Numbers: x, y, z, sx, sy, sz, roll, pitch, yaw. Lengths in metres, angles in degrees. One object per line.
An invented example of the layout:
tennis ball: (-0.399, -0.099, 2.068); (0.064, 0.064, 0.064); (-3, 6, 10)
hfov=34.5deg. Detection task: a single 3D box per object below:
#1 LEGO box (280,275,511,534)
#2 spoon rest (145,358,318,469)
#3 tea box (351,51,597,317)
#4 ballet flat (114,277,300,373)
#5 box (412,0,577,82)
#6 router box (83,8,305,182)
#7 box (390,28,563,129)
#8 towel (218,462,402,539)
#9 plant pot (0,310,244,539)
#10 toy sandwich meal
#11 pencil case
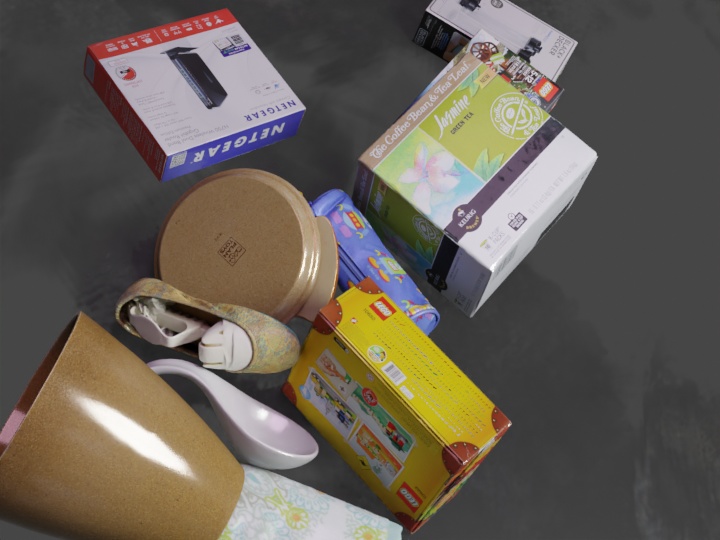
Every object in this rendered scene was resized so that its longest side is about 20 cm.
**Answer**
LEGO box: (0.029, 0.132, 1.126); (0.200, 0.149, 0.077); (46, 52, 15)
spoon rest: (-0.131, 0.135, 1.108); (0.198, 0.061, 0.099); (21, 11, -3)
tea box: (0.124, -0.098, 1.318); (0.196, 0.134, 0.200); (39, 68, 12)
ballet flat: (-0.156, 0.062, 1.131); (0.198, 0.071, 0.071); (19, 46, 21)
box: (0.185, -0.313, 1.583); (0.199, 0.060, 0.117); (33, 50, 4)
router box: (-0.194, -0.211, 1.364); (0.199, 0.049, 0.180); (-25, 66, -34)
box: (0.147, -0.197, 1.463); (0.136, 0.038, 0.200); (37, 65, 9)
towel: (-0.063, 0.285, 1.040); (0.170, 0.048, 0.201); (24, 49, -4)
plant pot: (-0.207, 0.166, 1.005); (0.199, 0.186, 0.187); (32, 48, -13)
toy sandwich meal: (-0.117, -0.012, 1.210); (0.203, 0.070, 0.208); (-3, 77, 14)
pencil case: (0.000, 0.000, 1.258); (0.201, 0.078, 0.087); (52, 18, 20)
